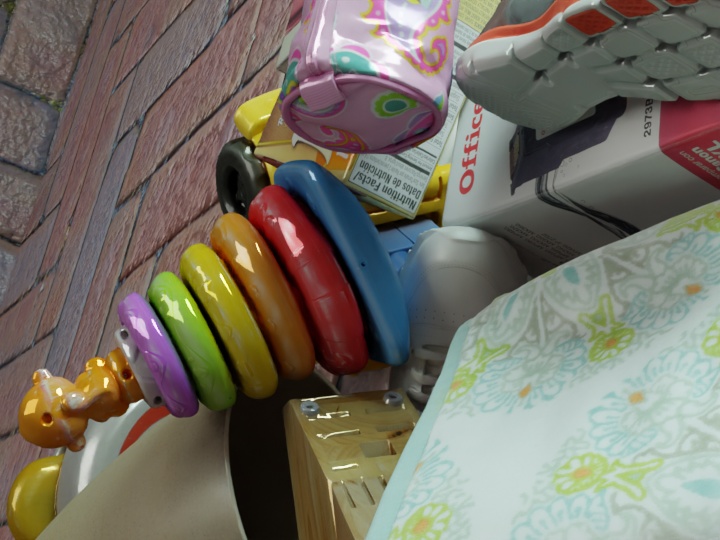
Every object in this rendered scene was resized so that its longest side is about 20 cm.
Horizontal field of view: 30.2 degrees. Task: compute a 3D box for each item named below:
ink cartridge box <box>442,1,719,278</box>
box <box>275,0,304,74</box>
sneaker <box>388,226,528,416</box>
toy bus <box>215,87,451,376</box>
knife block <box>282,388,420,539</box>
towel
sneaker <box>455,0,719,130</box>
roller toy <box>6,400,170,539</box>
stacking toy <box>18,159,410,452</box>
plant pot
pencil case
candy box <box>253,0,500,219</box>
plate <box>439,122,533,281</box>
[{"bbox_3d":[0.139,-0.092,0.661,0.199,0.084,0.146,-20,53,52],"label":"ink cartridge box"},{"bbox_3d":[0.023,-0.248,1.082,0.128,0.108,0.202,-25,47,59],"label":"box"},{"bbox_3d":[0.047,0.067,0.717,0.081,0.075,0.202,-70,-13,-50],"label":"sneaker"},{"bbox_3d":[0.000,0.000,0.890,0.192,0.134,0.202,45,139,42],"label":"toy bus"},{"bbox_3d":[0.011,0.179,0.644,0.200,0.063,0.177,-124,35,-56],"label":"knife block"},{"bbox_3d":[0.093,0.058,0.539,0.170,0.048,0.201,-25,25,35],"label":"towel"},{"bbox_3d":[0.115,-0.120,0.567,0.199,0.077,0.083,-4,60,55],"label":"sneaker"},{"bbox_3d":[-0.134,0.167,0.968,0.200,0.183,0.139,-43,8,-28],"label":"roller toy"},{"bbox_3d":[-0.083,0.035,0.683,0.199,0.117,0.110,-29,8,-12],"label":"stacking toy"},{"bbox_3d":[-0.102,0.171,0.791,0.198,0.187,0.189,-24,42,23],"label":"plant pot"},{"bbox_3d":[0.009,-0.159,0.650,0.087,0.087,0.202,-27,53,59],"label":"pencil case"},{"bbox_3d":[0.022,-0.138,0.743,0.115,0.055,0.202,23,90,59],"label":"candy box"},{"bbox_3d":[0.106,-0.097,0.853,0.202,0.032,0.199,-67,22,4],"label":"plate"}]
